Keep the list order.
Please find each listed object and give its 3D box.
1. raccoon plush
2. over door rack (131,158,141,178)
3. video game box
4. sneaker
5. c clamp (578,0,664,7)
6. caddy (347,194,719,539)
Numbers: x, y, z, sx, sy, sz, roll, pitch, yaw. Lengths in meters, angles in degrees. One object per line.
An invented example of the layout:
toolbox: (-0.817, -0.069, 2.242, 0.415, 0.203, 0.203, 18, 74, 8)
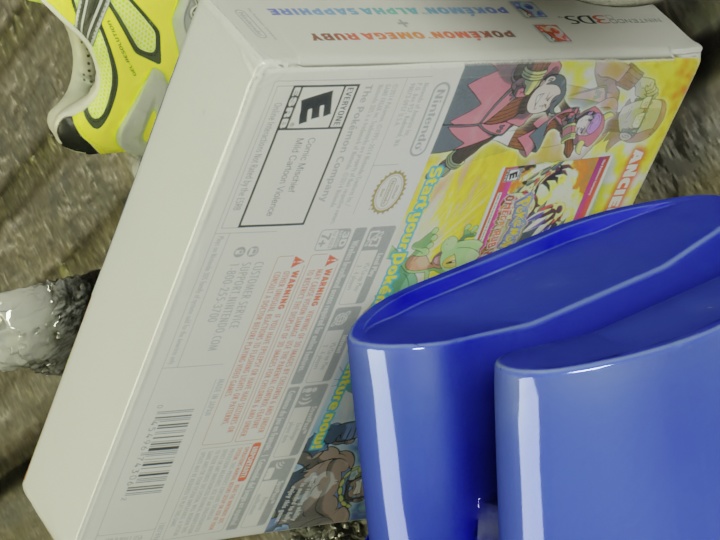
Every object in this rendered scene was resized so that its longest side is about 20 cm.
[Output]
raccoon plush: (-0.057, 0.064, 1.138, 0.097, 0.199, 0.135, -25, 79, 58)
over door rack: (-0.062, -0.051, 1.262, 0.148, 0.066, 0.201, -104, -1, -65)
video game box: (0.000, 0.000, 0.963, 0.047, 0.182, 0.201, 52, 131, 39)
sneaker: (-0.092, -0.133, 1.071, 0.075, 0.076, 0.201, -144, 41, -68)
c clamp: (0.056, -0.179, 0.796, 0.200, 0.171, 0.027, 47, -164, 2)
caddy: (0.088, 0.050, 0.892, 0.141, 0.200, 0.105, 10, 115, 49)
